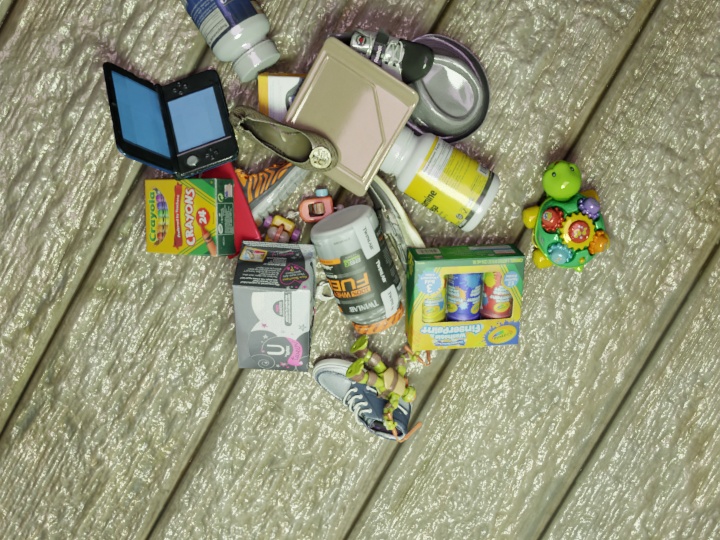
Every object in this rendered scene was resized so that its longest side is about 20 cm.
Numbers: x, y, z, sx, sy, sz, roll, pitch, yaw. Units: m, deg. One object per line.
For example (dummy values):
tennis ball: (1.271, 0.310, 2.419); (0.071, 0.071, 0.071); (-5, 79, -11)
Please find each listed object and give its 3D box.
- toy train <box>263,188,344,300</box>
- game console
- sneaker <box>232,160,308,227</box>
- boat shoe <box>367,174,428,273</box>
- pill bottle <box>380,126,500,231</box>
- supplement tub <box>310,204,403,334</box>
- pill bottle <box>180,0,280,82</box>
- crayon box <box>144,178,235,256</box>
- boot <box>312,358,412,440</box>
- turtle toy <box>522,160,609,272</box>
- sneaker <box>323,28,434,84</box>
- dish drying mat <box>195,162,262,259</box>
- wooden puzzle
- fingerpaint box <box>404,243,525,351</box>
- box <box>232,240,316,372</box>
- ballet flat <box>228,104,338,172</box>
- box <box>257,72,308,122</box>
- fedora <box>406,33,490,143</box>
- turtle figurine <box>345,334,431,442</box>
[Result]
toy train: (-0.100, -0.042, 1.303); (0.147, 0.056, 0.205); (-2, 96, -1)
game console: (-0.311, -0.265, 1.201); (0.168, 0.119, 0.203); (-19, 63, 0)
sneaker: (-0.179, -0.164, 1.279); (0.112, 0.078, 0.200); (43, 80, 8)
boat shoe: (0.053, -0.085, 1.294); (0.064, 0.073, 0.202); (-35, 96, -3)
pill bottle: (0.134, -0.164, 1.268); (0.198, 0.112, 0.114); (31, 95, -4)
supplement tub: (0.000, 0.000, 1.266); (0.121, 0.123, 0.203); (-22, 109, 1)
pill bottle: (-0.222, -0.429, 1.231); (0.110, 0.111, 0.202); (-33, 96, 2)
crayon box: (-0.305, -0.092, 1.249); (0.197, 0.050, 0.130); (3, 96, 31)
boot: (0.001, 0.231, 1.308); (0.197, 0.091, 0.074); (21, 122, -4)
turtle toy: (0.366, -0.093, 1.286); (0.143, 0.101, 0.204); (-16, 96, 0)
sneaker: (0.024, -0.359, 1.212); (0.197, 0.088, 0.076); (13, 90, 28)
dish drying mat: (-0.235, -0.127, 1.246); (0.076, 0.018, 0.203); (-27, 80, 22)
wooden puzzle: (-0.023, -0.255, 1.220); (0.183, 0.037, 0.202); (33, 109, 3)
fingerpaint box: (0.181, 0.047, 1.283); (0.195, 0.074, 0.170); (-2, 111, -7)
box: (-0.143, 0.065, 1.237); (0.129, 0.116, 0.202); (4, 133, -2)
ballet flat: (-0.130, -0.217, 1.208); (0.197, 0.046, 0.068); (28, 111, 2)
box: (-0.079, -0.279, 1.273); (0.195, 0.042, 0.121); (1, 113, -4)
fedora: (0.138, -0.316, 1.262); (0.177, 0.090, 0.200); (-43, 95, 3)
turtle figurine: (0.049, 0.184, 1.284); (0.161, 0.064, 0.203); (38, 55, -25)
